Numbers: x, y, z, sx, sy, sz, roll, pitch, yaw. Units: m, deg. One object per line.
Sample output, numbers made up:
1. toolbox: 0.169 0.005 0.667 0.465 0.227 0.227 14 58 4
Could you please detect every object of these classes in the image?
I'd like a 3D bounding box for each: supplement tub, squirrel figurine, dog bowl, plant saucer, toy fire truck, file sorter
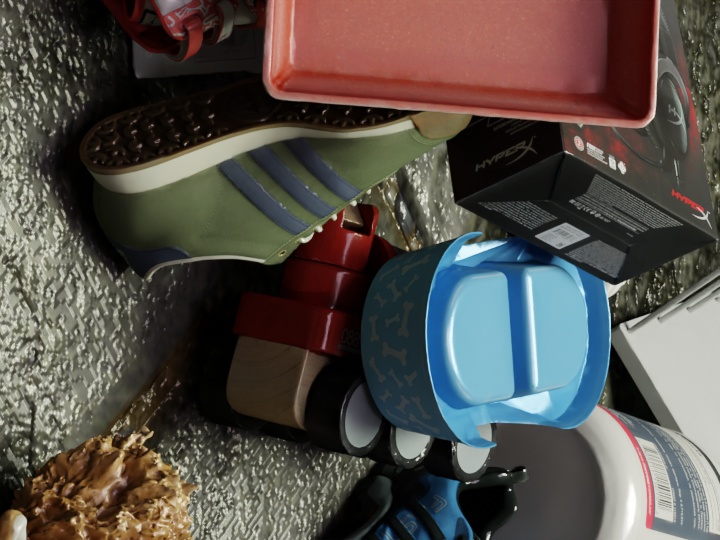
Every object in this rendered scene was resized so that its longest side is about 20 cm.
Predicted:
1. supplement tub: 0.151 0.158 1.573 0.200 0.140 0.141 22 71 -54
2. squirrel figurine: -0.144 0.170 1.174 0.187 0.141 0.201 47 37 -31
3. dog bowl: 0.068 0.034 1.358 0.200 0.049 0.112 -7 93 -56
4. plant saucer: 0.050 -0.174 1.249 0.199 0.037 0.201 4 85 -13
5. toy fire truck: 0.000 0.000 1.395 0.176 0.128 0.201 19 83 -54
6. file sorter: 0.295 0.057 1.761 0.200 0.124 0.139 -14 72 -56

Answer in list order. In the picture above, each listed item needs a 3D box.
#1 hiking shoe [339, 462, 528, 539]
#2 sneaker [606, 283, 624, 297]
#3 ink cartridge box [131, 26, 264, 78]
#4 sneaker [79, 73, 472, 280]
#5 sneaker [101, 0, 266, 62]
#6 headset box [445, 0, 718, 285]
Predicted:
1. hiking shoe: 0.029 0.171 1.417 0.075 0.086 0.200 63 31 -30
2. sneaker: 0.127 -0.073 1.609 0.079 0.074 0.201 -19 105 -49
3. ink cartridge box: -0.045 -0.188 1.369 0.199 0.057 0.163 -6 95 -26
4. sneaker: -0.038 -0.048 1.289 0.067 0.199 0.090 -111 -170 -51
5. sneaker: -0.052 -0.139 1.288 0.201 0.067 0.108 34 69 -15
6. headset box: 0.110 -0.112 1.373 0.149 0.077 0.201 26 50 -45
